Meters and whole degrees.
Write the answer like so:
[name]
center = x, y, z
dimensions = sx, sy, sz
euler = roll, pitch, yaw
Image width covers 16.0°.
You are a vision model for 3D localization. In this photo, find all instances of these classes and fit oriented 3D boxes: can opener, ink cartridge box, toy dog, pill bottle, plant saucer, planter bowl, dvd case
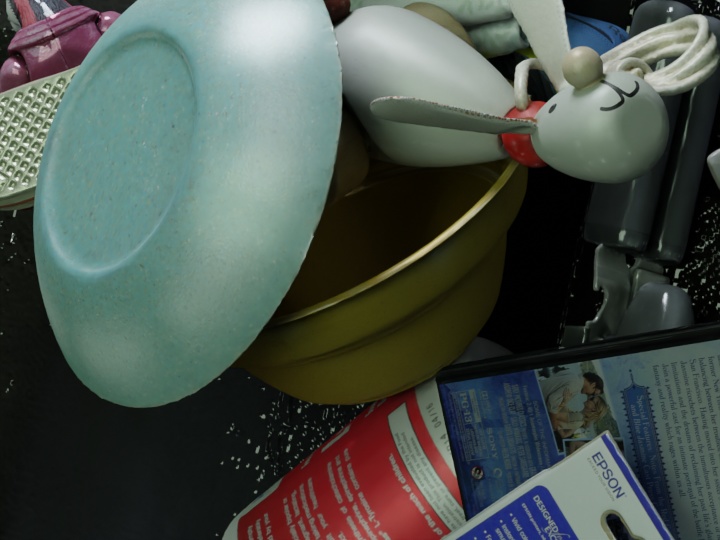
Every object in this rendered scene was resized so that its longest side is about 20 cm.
[can opener]
center = 0.135, -0.020, 1.155
dimensions = 0.066, 0.053, 0.201
euler = 5, 82, 43
[ink cartridge box]
center = 0.059, 0.151, 1.058
dimensions = 0.200, 0.037, 0.095
euler = -38, 79, 33
[toy dog]
center = 0.037, -0.088, 1.050
dimensions = 0.199, 0.132, 0.097
euler = -9, 121, 34
[pill bottle]
center = 0.009, 0.130, 1.171
dimensions = 0.200, 0.112, 0.112
euler = -40, 64, 19
[plant saucer]
center = -0.087, -0.045, 1.070
dimensions = 0.201, 0.039, 0.202
euler = -24, 57, 43
[planter bowl]
center = 0.000, 0.000, 1.131
dimensions = 0.200, 0.201, 0.084
euler = -13, 119, 29
[dvd case]
center = 0.132, 0.094, 1.037
dimensions = 0.199, 0.018, 0.143
euler = -11, 93, 31

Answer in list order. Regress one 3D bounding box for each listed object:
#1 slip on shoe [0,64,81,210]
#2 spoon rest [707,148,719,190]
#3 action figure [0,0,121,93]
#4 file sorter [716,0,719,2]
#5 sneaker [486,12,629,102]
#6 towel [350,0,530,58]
[slip on shoe]
center = -0.091, -0.069, 1.179
dimensions = 0.199, 0.061, 0.074
euler = -14, 77, 18
[spoon rest]
center = 0.225, 0.005, 1.083
dimensions = 0.061, 0.099, 0.200
euler = -37, 51, 1
[action figure]
center = -0.133, -0.065, 1.263
dimensions = 0.134, 0.149, 0.201
euler = -29, 96, 4
[file sorter]
center = 0.212, -0.197, 1.095
dimensions = 0.139, 0.124, 0.200
euler = 36, 100, 31
[sneaker]
center = 0.041, -0.099, 1.226
dimensions = 0.200, 0.078, 0.066
euler = 9, 124, 41
[towel]
center = 0.013, -0.165, 1.210
dimensions = 0.199, 0.048, 0.172
euler = -5, 47, 30
